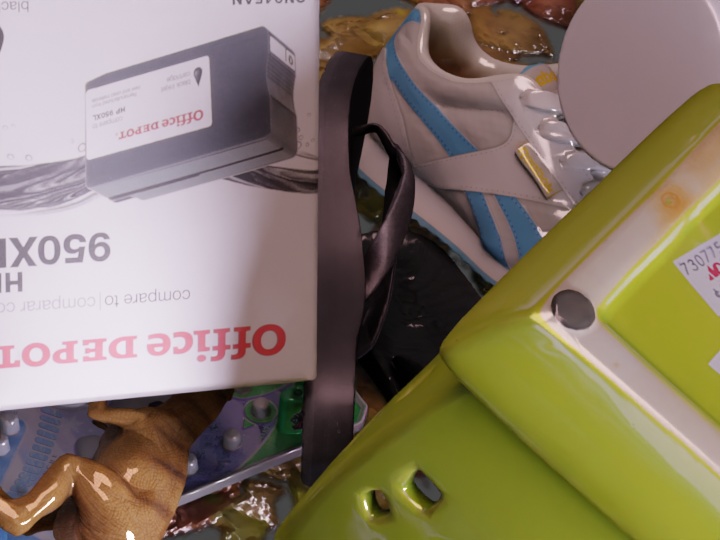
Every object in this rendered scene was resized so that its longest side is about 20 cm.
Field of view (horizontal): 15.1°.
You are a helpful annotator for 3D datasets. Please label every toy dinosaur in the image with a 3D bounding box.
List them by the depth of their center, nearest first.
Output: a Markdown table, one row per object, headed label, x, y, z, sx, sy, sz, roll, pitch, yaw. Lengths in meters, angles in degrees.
| label | x | y | z | sx | sy | sz | roll | pitch | yaw |
| --- | --- | --- | --- | --- | --- | --- | --- | --- | --- |
| toy dinosaur | -0.097 | 0.095 | 1.004 | 0.106 | 0.060 | 0.201 | 17 | 54 | 0 |

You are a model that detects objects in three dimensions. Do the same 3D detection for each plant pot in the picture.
| label | x | y | z | sx | sy | sz | roll | pitch | yaw |
| --- | --- | --- | --- | --- | --- | --- | --- | --- | --- |
| plant pot | 0.119 | 0.067 | 0.955 | 0.199 | 0.182 | 0.200 | 42 | 54 | 9 |

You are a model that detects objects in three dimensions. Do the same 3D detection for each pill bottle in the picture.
| label | x | y | z | sx | sy | sz | roll | pitch | yaw |
| --- | --- | --- | --- | --- | --- | --- | --- | --- | --- |
| pill bottle | 0.172 | -0.074 | 1.124 | 0.200 | 0.112 | 0.112 | 4 | 34 | -48 |

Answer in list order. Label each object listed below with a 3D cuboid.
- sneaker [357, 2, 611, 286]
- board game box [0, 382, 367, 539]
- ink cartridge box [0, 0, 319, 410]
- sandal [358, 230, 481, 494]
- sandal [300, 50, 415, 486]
| label | x | y | z | sx | sy | sz | roll | pitch | yaw |
| --- | --- | --- | --- | --- | --- | --- | --- | --- | --- |
| sneaker | 0.080 | -0.039 | 1.149 | 0.200 | 0.081 | 0.076 | 35 | 28 | 24 |
| board game box | -0.129 | 0.024 | 1.121 | 0.199 | 0.026 | 0.200 | -21 | 50 | -23 |
| ink cartridge box | -0.093 | -0.056 | 0.996 | 0.144 | 0.201 | 0.084 | -4 | 12 | -22 |
| sandal | 0.047 | 0.045 | 1.098 | 0.075 | 0.048 | 0.200 | -23 | 51 | -26 |
| sandal | 0.000 | 0.001 | 1.091 | 0.043 | 0.076 | 0.201 | 1 | 55 | 0 |
